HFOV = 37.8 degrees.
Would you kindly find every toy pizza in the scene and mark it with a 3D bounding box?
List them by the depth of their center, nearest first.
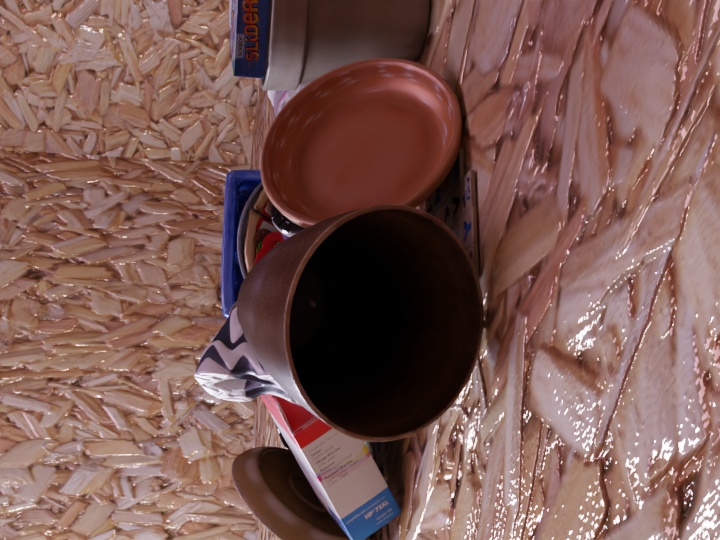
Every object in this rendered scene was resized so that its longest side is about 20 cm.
[{"bbox_3d":[-0.056,-0.031,1.279,0.032,0.199,0.202,-5,83,59],"label":"toy pizza"}]

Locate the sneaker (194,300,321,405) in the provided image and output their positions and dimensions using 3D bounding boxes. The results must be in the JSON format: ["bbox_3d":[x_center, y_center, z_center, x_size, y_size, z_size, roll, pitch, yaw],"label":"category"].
[{"bbox_3d":[-0.061,0.069,1.070,0.080,0.198,0.130,56,-139,-47],"label":"sneaker"}]

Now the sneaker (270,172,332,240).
[{"bbox_3d":[0.003,-0.088,1.058,0.076,0.200,0.088,45,171,37],"label":"sneaker"}]

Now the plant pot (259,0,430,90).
[{"bbox_3d":[-0.020,-0.293,1.155,0.200,0.172,0.201,-178,90,-79],"label":"plant pot"}]

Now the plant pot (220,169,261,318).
[{"bbox_3d":[-0.086,-0.019,1.437,0.180,0.199,0.201,112,158,-77],"label":"plant pot"}]

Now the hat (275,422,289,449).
[{"bbox_3d":[-0.062,0.169,1.322,0.200,0.080,0.202,-3,-90,-67],"label":"hat"}]

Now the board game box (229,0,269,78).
[{"bbox_3d":[-0.114,-0.319,1.102,0.136,0.034,0.201,-107,21,-62],"label":"board game box"}]

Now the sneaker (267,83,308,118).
[{"bbox_3d":[-0.037,-0.244,1.351,0.200,0.081,0.089,-37,42,32],"label":"sneaker"}]

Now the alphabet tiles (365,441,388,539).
[{"bbox_3d":[0.015,0.263,1.320,0.168,0.007,0.201,107,162,-54],"label":"alphabet tiles"}]

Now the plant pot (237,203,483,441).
[{"bbox_3d":[-0.026,0.036,0.915,0.200,0.186,0.188,7,95,60],"label":"plant pot"}]

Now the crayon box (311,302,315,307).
[{"bbox_3d":[-0.015,0.078,1.147,0.173,0.058,0.200,53,157,16],"label":"crayon box"}]

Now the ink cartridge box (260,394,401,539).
[{"bbox_3d":[-0.041,0.188,1.163,0.201,0.067,0.116,64,166,-22],"label":"ink cartridge box"}]

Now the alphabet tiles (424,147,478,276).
[{"bbox_3d":[0.080,-0.016,1.001,0.200,0.006,0.168,126,144,-73],"label":"alphabet tiles"}]

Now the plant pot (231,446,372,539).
[{"bbox_3d":[-0.063,0.274,1.261,0.028,0.199,0.200,-56,18,12],"label":"plant pot"}]

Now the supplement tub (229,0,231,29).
[{"bbox_3d":[-0.069,-0.373,1.376,0.145,0.199,0.146,-178,90,-80],"label":"supplement tub"}]

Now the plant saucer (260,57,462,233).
[{"bbox_3d":[0.002,-0.115,0.996,0.038,0.199,0.201,58,-158,-53],"label":"plant saucer"}]
